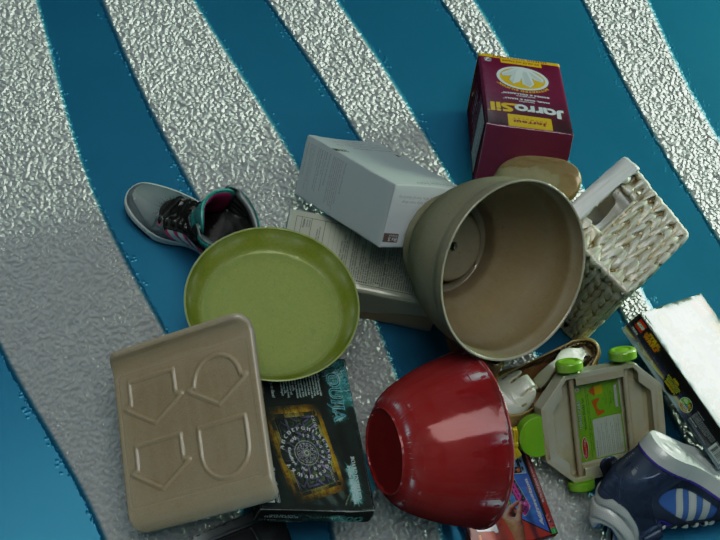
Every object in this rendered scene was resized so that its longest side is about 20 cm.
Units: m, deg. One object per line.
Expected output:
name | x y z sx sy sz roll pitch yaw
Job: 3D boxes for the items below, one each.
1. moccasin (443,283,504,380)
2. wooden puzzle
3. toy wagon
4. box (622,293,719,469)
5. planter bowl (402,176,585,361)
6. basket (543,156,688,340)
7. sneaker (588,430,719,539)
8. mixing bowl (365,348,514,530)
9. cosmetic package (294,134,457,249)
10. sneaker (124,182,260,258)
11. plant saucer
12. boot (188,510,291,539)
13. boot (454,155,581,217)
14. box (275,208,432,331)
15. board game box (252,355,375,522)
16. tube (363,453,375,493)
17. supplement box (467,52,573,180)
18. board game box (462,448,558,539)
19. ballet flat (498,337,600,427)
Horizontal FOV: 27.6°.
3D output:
moccasin | 0.133 0.062 1.722 0.073 0.078 0.202 21 33 -11
wooden puzzle | -0.176 0.165 1.577 0.184 0.046 0.201 -18 74 24
toy wagon | 0.256 0.175 1.693 0.199 0.040 0.156 -10 100 -14
box | 0.415 0.128 1.746 0.137 0.040 0.201 -13 63 -45
planter bowl | 0.131 -0.015 1.625 0.200 0.201 0.135 -34 30 -21
basket | 0.283 -0.018 1.747 0.135 0.200 0.123 -40 82 -22
sneaker | 0.348 0.275 1.687 0.199 0.147 0.081 28 18 -33
mixing bowl | 0.073 0.190 1.602 0.108 0.200 0.201 -4 64 -23
cosmetic package | 0.022 -0.092 1.735 0.112 0.082 0.200 1 18 -37
sneaker | -0.195 -0.064 1.743 0.199 0.121 0.084 29 64 7
plant saucer | -0.101 0.042 1.659 0.199 0.031 0.201 4 58 -7
boot | -0.115 0.371 1.582 0.164 0.066 0.201 -24 74 -16
boot | 0.199 -0.075 1.747 0.200 0.144 0.071 -10 68 34
box | 0.000 0.000 1.762 0.199 0.078 0.095 13 64 -1
board game box | -0.065 0.183 1.620 0.134 0.028 0.201 6 51 -23
tube | -0.081 0.224 1.630 0.199 0.050 0.078 7 62 -22
supplement box | 0.196 -0.185 1.825 0.110 0.086 0.200 7 33 -3
board game box | 0.147 0.226 1.706 0.102 0.019 0.201 -14 67 -13
ballet flat | 0.201 0.129 1.720 0.199 0.063 0.069 -27 70 -28
